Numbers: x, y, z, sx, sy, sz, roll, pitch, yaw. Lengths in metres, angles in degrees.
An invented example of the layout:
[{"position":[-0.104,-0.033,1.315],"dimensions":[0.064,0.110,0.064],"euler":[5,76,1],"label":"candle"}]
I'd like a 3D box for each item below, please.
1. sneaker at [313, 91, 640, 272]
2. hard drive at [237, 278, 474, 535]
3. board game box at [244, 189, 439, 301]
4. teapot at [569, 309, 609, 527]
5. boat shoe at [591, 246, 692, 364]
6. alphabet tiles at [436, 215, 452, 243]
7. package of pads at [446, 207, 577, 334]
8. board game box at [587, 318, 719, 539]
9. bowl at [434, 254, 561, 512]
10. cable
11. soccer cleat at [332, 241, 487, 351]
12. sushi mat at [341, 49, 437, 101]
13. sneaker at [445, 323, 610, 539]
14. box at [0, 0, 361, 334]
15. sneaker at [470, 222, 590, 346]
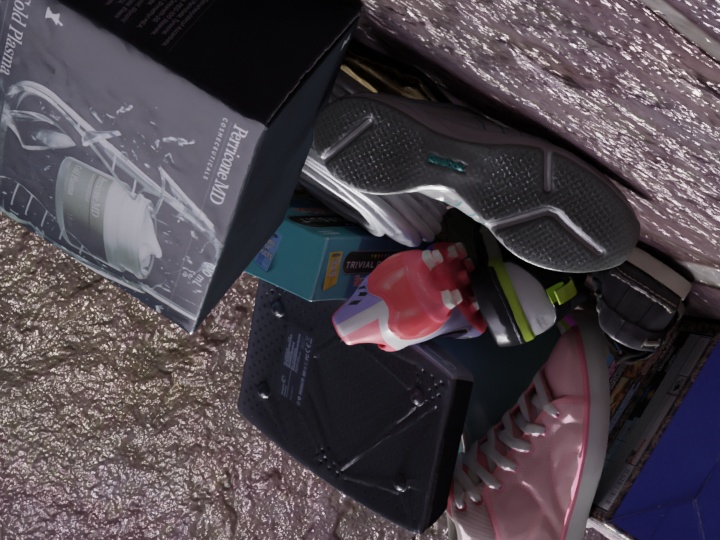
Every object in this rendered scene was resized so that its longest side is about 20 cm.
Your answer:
[{"position":[0.075,-0.063,1.286],"dimensions":[0.199,0.071,0.080],"euler":[24,-157,9],"label":"sneaker"},{"position":[-0.004,0.083,1.521],"dimensions":[0.042,0.136,0.199],"euler":[-10,-151,-42],"label":"hard drive"},{"position":[-0.066,-0.036,1.546],"dimensions":[0.199,0.047,0.151],"euler":[23,-167,29],"label":"board game box"},{"position":[0.176,0.102,1.773],"dimensions":[0.198,0.198,0.147],"euler":[-109,14,-47],"label":"teapot"},{"position":[0.179,0.029,1.478],"dimensions":[0.072,0.063,0.200],"euler":[32,176,6],"label":"boat shoe"},{"position":[0.000,0.000,1.649],"dimensions":[0.165,0.006,0.202],"euler":[1,120,29],"label":"alphabet tiles"},{"position":[0.067,0.073,1.709],"dimensions":[0.155,0.200,0.068],"euler":[47,-148,16],"label":"package of pads"},{"position":[0.225,0.126,1.577],"dimensions":[0.096,0.160,0.200],"euler":[33,176,-10],"label":"board game box"},{"position":[0.049,0.096,1.601],"dimensions":[0.200,0.202,0.105],"euler":[32,-144,13],"label":"bowl"},{"position":[-0.023,-0.090,1.433],"dimensions":[0.199,0.070,0.200],"euler":[33,176,32],"label":"cable"},{"position":[0.037,0.021,1.432],"dimensions":[0.067,0.076,0.200],"euler":[67,-169,6],"label":"soccer cleat"},{"position":[0.045,-0.094,1.417],"dimensions":[0.095,0.012,0.200],"euler":[32,175,35],"label":"sushi mat"},{"position":[0.108,0.128,1.497],"dimensions":[0.104,0.202,0.076],"euler":[4,-152,-9],"label":"sneaker"},{"position":[-0.129,-0.105,1.280],"dimensions":[0.196,0.124,0.201],"euler":[30,140,6],"label":"box"},{"position":[0.126,-0.001,1.478],"dimensions":[0.072,0.082,0.200],"euler":[63,-168,-15],"label":"sneaker"}]
